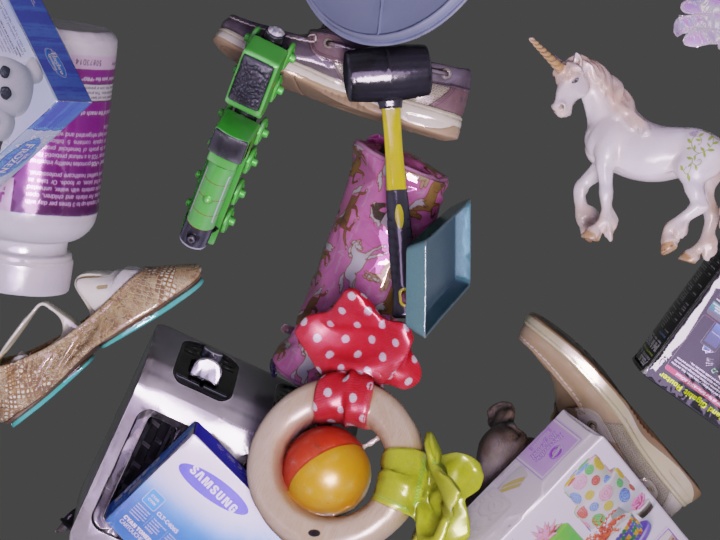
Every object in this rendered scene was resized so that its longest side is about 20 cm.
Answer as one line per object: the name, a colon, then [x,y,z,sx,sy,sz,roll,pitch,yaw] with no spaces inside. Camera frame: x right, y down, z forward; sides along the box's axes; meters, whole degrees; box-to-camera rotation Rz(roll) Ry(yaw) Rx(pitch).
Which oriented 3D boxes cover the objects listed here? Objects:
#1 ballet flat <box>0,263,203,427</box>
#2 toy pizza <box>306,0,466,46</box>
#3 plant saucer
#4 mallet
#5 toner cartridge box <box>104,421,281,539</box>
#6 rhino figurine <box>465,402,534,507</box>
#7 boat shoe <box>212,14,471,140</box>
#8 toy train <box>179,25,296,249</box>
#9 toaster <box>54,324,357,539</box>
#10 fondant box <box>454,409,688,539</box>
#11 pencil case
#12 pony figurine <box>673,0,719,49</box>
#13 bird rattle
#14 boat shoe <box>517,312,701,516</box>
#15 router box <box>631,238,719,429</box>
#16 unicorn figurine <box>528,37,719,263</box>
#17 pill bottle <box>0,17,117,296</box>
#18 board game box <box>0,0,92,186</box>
ballet flat: [-0.214,0.041,1.694,0.200,0.071,0.065,-37,95,4]
toy pizza: [0.031,-0.262,1.612,0.199,0.032,0.202,-7,78,37]
plant saucer: [0.058,-0.005,1.626,0.019,0.200,0.070,3,101,12]
mallet: [0.016,-0.066,1.609,0.065,0.041,0.201,3,88,-5]
toner cartridge box: [-0.085,0.216,1.619,0.095,0.043,0.200,-44,98,5]
rhino figurine: [0.094,0.208,1.710,0.059,0.087,0.201,18,99,-4]
boat shoe: [-0.011,-0.157,1.664,0.199,0.072,0.065,21,86,-1]
toy train: [-0.095,-0.094,1.639,0.042,0.056,0.201,24,127,1]
toaster: [-0.119,0.167,1.692,0.180,0.119,0.201,25,99,-4]
fondant box: [0.168,0.223,1.665,0.144,0.058,0.200,-44,124,-5]
pencil case: [0.000,0.000,1.681,0.086,0.083,0.201,24,99,11]
pony figurine: [0.310,-0.241,1.608,0.192,0.200,0.168,-7,108,16]
bird rattle: [-0.007,0.124,1.574,0.163,0.113,0.201,-31,75,-5]
boat shoe: [0.182,0.120,1.714,0.065,0.072,0.200,-40,104,5]
router box: [0.334,0.070,1.710,0.200,0.062,0.150,35,97,-7]
unicorn figurine: [0.209,-0.086,1.676,0.199,0.074,0.138,12,90,0]
pill bottle: [-0.247,-0.087,1.647,0.112,0.112,0.201,7,99,-2]
board game box: [-0.306,-0.149,1.591,0.199,0.043,0.201,-37,71,30]
